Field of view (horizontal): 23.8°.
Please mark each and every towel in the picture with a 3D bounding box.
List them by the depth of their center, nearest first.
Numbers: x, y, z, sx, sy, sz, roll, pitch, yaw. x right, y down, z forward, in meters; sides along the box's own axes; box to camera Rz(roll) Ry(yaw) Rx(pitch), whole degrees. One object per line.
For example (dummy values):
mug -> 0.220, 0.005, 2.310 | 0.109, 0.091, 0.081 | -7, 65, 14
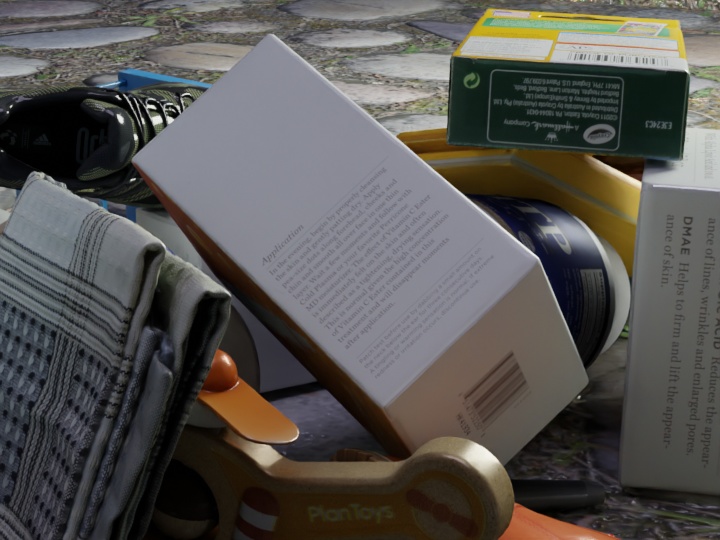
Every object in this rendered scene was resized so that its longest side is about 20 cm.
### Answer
towel -> -0.135, 0.065, 0.712 | 0.034, 0.194, 0.200 | 19, 4, -34

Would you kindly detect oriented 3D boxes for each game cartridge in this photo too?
game cartridge -> 0.137, -0.042, 1.100 | 0.199, 0.033, 0.176 | 22, -7, -24

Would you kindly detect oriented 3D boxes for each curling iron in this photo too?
curling iron -> 0.033, 0.120, 0.832 | 0.198, 0.026, 0.050 | -2, 37, -27

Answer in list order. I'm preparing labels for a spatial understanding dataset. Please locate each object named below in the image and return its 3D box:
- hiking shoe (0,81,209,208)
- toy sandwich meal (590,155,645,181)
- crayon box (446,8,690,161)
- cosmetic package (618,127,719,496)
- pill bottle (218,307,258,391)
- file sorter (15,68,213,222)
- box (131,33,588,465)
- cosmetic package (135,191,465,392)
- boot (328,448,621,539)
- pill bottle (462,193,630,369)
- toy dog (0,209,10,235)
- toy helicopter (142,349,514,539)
hiking shoe -> -0.134, -0.067, 0.961 | 0.198, 0.076, 0.101 | -3, 11, -22
toy sandwich meal -> 0.176, -0.062, 1.246 | 0.204, 0.071, 0.205 | 21, -5, 2
crayon box -> 0.122, -0.110, 0.978 | 0.124, 0.052, 0.200 | 5, 17, 8
cosmetic package -> 0.246, 0.023, 0.921 | 0.198, 0.167, 0.165 | 4, 16, 10
pill bottle -> -0.140, 0.035, 0.903 | 0.119, 0.121, 0.200 | -6, 18, -23
file sorter -> -0.135, -0.050, 1.192 | 0.199, 0.140, 0.122 | 15, 24, 39
box -> 0.000, 0.000, 0.825 | 0.097, 0.125, 0.200 | -42, 56, -7
cosmetic package -> -0.034, 0.007, 1.054 | 0.199, 0.109, 0.085 | -11, 18, -34
boot -> 0.063, 0.132, 0.726 | 0.107, 0.076, 0.200 | -2, 20, -37
pill bottle -> 0.080, 0.016, 0.992 | 0.119, 0.121, 0.200 | 11, 6, 29
toy dog -> -0.248, 0.003, 1.086 | 0.096, 0.132, 0.200 | -46, 28, -14
toy helicopter -> -0.033, 0.086, 0.689 | 0.198, 0.133, 0.079 | -7, 11, 28
